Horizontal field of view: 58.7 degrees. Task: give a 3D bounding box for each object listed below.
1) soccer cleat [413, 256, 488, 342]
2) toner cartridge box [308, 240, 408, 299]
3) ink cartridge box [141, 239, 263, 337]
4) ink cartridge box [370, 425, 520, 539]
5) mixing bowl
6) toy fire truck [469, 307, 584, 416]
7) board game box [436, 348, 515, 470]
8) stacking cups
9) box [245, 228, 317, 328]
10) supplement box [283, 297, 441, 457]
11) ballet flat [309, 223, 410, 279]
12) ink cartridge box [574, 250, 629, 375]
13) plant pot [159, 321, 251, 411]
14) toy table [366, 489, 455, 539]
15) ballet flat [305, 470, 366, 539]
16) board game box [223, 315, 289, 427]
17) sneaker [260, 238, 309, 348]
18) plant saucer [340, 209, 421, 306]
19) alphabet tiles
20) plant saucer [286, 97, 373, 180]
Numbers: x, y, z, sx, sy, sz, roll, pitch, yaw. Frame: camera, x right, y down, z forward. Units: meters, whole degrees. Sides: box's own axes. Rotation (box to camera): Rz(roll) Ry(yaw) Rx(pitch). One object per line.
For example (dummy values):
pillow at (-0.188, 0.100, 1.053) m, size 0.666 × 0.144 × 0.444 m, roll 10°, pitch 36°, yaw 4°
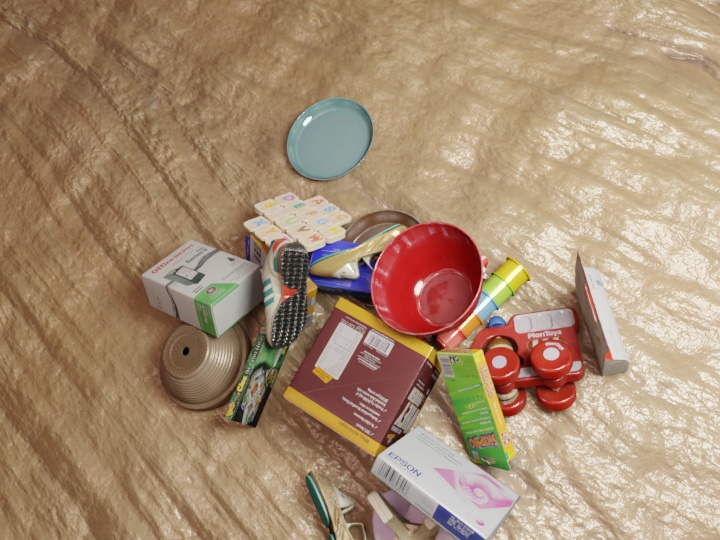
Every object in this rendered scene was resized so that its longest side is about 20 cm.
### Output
soccer cleat at (0.155, 0.041, 1.180) m, size 0.085 × 0.069 × 0.200 m, roll 40°, pitch 89°, yaw 25°
toner cartridge box at (0.000, 0.000, 1.219) m, size 0.198 × 0.043 × 0.096 m, roll 8°, pitch 74°, yaw 21°
ink cartridge box at (-0.312, 0.031, 1.275) m, size 0.198 × 0.085 × 0.146 m, roll 18°, pitch 42°, yaw 28°
ink cartridge box at (0.144, 0.325, 1.005) m, size 0.195 × 0.199 × 0.044 m, roll 30°, pitch 112°, yaw 24°
mixing bowl at (0.129, 0.029, 1.097) m, size 0.198 × 0.108 × 0.202 m, roll -12°, pitch 64°, yaw 24°
toy fire truck at (0.278, 0.143, 1.092) m, size 0.198 × 0.113 × 0.169 m, roll -10°, pitch 42°, yaw 15°
board game box at (0.190, 0.226, 1.048) m, size 0.030 × 0.095 × 0.202 m, roll -20°, pitch 96°, yaw -31°
stacking cups at (0.217, 0.066, 1.153) m, size 0.200 × 0.061 × 0.060 m, roll -45°, pitch 64°, yaw -2°
box at (-0.161, 0.011, 1.260) m, size 0.041 × 0.120 × 0.200 m, roll -26°, pitch 59°, yaw -29°
supplement box at (0.011, 0.194, 1.129) m, size 0.196 × 0.133 × 0.201 m, roll 27°, pitch 80°, yaw 24°
ballet flat at (0.001, -0.019, 1.167) m, size 0.198 × 0.069 × 0.064 m, roll -24°, pitch 78°, yaw 9°
ink cartridge box at (0.386, 0.068, 1.021) m, size 0.047 × 0.200 × 0.162 m, roll -15°, pitch 67°, yaw 12°
plant pot at (-0.322, 0.169, 1.266) m, size 0.198 × 0.093 × 0.203 m, roll -6°, pitch 68°, yaw 14°
toy table at (0.085, 0.439, 1.023) m, size 0.199 × 0.117 × 0.184 m, roll 37°, pitch 84°, yaw 26°
ballet flat at (-0.032, 0.435, 1.100) m, size 0.065 × 0.071 × 0.202 m, roll -16°, pitch 66°, yaw -19°
board game box at (-0.187, 0.190, 1.208) m, size 0.023 × 0.105 × 0.202 m, roll 15°, pitch 75°, yaw 25°
sneaker at (-0.144, 0.037, 1.163) m, size 0.093 × 0.070 × 0.202 m, roll 29°, pitch 117°, yaw 53°
plant saucer at (0.046, -0.022, 1.254) m, size 0.198 × 0.034 × 0.203 m, roll -6°, pitch 69°, yaw 16°
alphabet tiles at (-0.124, -0.100, 1.274) m, size 0.194 × 0.015 × 0.199 m, roll -23°, pitch 42°, yaw -33°
plant saucer at (-0.064, -0.282, 1.390) m, size 0.198 × 0.027 × 0.203 m, roll -6°, pitch 69°, yaw 15°
